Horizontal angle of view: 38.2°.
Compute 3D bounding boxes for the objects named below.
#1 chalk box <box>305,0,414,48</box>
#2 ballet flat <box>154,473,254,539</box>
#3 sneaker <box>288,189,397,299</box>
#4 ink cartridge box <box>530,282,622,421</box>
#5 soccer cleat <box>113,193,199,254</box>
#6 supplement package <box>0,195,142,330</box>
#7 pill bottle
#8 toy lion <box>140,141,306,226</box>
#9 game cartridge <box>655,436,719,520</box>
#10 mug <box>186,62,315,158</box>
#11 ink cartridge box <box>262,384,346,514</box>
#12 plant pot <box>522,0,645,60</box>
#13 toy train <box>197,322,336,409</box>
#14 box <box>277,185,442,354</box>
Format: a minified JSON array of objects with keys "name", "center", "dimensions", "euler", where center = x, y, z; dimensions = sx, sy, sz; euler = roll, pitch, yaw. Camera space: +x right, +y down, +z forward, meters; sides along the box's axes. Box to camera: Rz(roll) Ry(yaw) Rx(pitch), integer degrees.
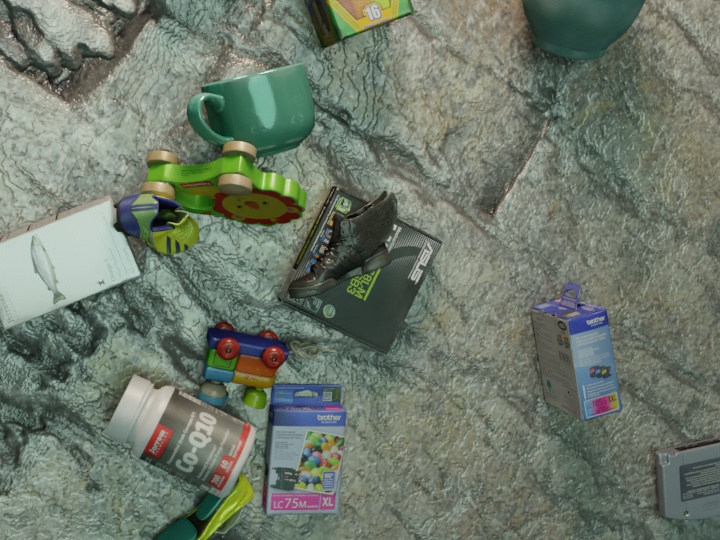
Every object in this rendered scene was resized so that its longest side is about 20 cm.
[{"name":"chalk box","center":[-0.024,-0.443,1.506],"dimensions":[0.124,0.124,0.201],"euler":[-24,103,-12]},{"name":"ballet flat","center":[-0.239,0.393,1.586],"dimensions":[0.200,0.067,0.067],"euler":[-45,125,-8]},{"name":"sneaker","center":[-0.028,-0.038,1.546],"dimensions":[0.198,0.060,0.105],"euler":[-21,103,-15]},{"name":"ink cartridge box","center":[0.342,0.124,1.671],"dimensions":[0.076,0.136,0.202],"euler":[-15,101,-15]},{"name":"soccer cleat","center":[-0.266,-0.063,1.455],"dimensions":[0.083,0.200,0.065],"euler":[-8,80,18]},{"name":"supplement package","center":[-0.421,-0.014,1.453],"dimensions":[0.199,0.117,0.118],"euler":[-23,103,-11]},{"name":"pill bottle","center":[-0.264,0.240,1.523],"dimensions":[0.199,0.114,0.115],"euler":[27,89,-8]},{"name":"toy lion","center":[-0.185,-0.111,1.493],"dimensions":[0.198,0.192,0.069],"euler":[-3,69,21]},{"name":"game cartridge","center":[0.612,0.365,1.829],"dimensions":[0.198,0.042,0.134],"euler":[-8,103,-14]},{"name":"mug","center":[-0.155,-0.220,1.484],"dimensions":[0.184,0.152,0.115],"euler":[-16,103,-11]},{"name":"ink cartridge box","center":[-0.086,0.279,1.624],"dimensions":[0.118,0.042,0.202],"euler":[3,94,-16]},{"name":"plant pot","center":[0.332,-0.405,1.590],"dimensions":[0.198,0.201,0.135],"euler":[-1,124,-15]},{"name":"toy train","center":[-0.143,0.158,1.575],"dimensions":[0.198,0.085,0.117],"euler":[13,104,-17]},{"name":"box","center":[0.000,0.000,1.609],"dimensions":[0.192,0.048,0.201],"euler":[27,90,-14]}]
